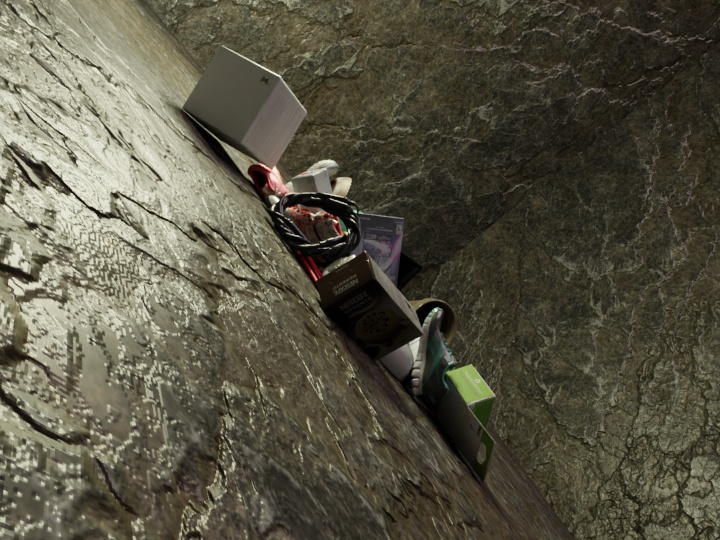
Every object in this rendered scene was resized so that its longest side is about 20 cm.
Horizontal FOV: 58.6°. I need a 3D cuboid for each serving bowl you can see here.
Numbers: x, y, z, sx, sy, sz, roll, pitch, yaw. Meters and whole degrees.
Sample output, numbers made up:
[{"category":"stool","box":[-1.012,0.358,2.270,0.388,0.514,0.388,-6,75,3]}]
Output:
[{"category":"serving bowl","box":[0.056,0.145,1.401,0.200,0.066,0.200,52,3,-4]}]

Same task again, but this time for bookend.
[{"category":"bookend","box":[0.013,-0.002,1.578,0.200,0.199,0.092,33,15,-44]}]

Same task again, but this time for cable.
[{"category":"cable","box":[-0.098,-0.095,1.337,0.051,0.199,0.164,113,-14,-57]}]

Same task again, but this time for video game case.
[{"category":"video game case","box":[0.028,-0.024,1.443,0.143,0.201,0.019,3,4,-34]}]

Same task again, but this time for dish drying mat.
[{"category":"dish drying mat","box":[-0.087,0.012,1.306,0.200,0.018,0.077,54,3,38]}]

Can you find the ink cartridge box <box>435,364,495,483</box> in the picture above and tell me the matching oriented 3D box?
[{"category":"ink cartridge box","box":[0.250,0.330,1.387,0.200,0.076,0.148,-126,-149,-44]}]

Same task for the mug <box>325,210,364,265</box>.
[{"category":"mug","box":[-0.019,-0.072,1.663,0.185,0.152,0.114,34,-17,-29]}]

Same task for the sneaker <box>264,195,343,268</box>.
[{"category":"sneaker","box":[-0.117,-0.112,1.425,0.202,0.108,0.067,52,10,8]}]

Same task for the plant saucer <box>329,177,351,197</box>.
[{"category":"plant saucer","box":[-0.094,-0.160,1.625,0.032,0.200,0.200,34,8,-15]}]

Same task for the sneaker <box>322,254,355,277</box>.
[{"category":"sneaker","box":[-0.023,0.025,1.308,0.100,0.078,0.200,60,0,-5]}]

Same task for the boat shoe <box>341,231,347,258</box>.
[{"category":"boat shoe","box":[0.000,0.000,1.479,0.072,0.072,0.201,23,-51,61]}]

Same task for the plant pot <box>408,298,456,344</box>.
[{"category":"plant pot","box":[0.214,0.184,2.292,0.200,0.200,0.173,50,-12,-24]}]

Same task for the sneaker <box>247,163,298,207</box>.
[{"category":"sneaker","box":[-0.201,-0.174,1.516,0.200,0.074,0.087,49,18,11]}]

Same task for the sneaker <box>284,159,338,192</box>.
[{"category":"sneaker","box":[-0.123,-0.199,1.617,0.086,0.200,0.078,47,-19,11]}]

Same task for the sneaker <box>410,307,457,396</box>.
[{"category":"sneaker","box":[0.167,0.181,1.390,0.091,0.201,0.078,11,-15,8]}]

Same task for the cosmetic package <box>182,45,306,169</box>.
[{"category":"cosmetic package","box":[-0.252,-0.359,1.439,0.166,0.168,0.200,32,-1,15]}]

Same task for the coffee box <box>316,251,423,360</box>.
[{"category":"coffee box","box":[0.019,0.071,1.207,0.200,0.113,0.080,48,17,-42]}]

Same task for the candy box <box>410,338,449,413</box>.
[{"category":"candy box","box":[0.151,0.222,1.539,0.169,0.077,0.200,65,-4,-37]}]

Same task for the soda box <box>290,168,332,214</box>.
[{"category":"soda box","box":[-0.096,-0.128,1.483,0.068,0.063,0.201,-42,123,-57]}]
